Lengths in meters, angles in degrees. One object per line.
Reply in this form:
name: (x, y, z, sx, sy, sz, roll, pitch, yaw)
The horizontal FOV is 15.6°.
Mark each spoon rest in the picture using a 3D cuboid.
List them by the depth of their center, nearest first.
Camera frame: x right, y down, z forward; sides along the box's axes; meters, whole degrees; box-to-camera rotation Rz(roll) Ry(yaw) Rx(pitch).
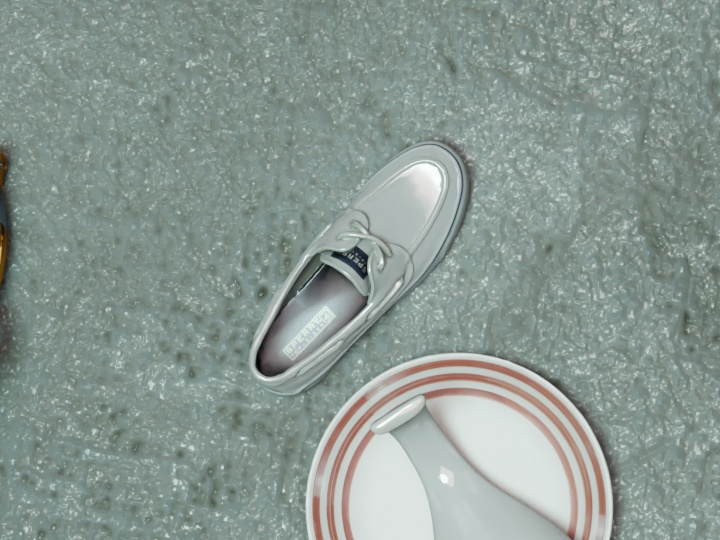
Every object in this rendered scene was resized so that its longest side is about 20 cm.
spoon rest: (0.076, 0.167, 1.675, 0.099, 0.061, 0.200, -31, 96, 5)

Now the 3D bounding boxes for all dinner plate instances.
dinner plate: (0.064, 0.154, 1.710, 0.200, 0.024, 0.200, 0, 86, 6)

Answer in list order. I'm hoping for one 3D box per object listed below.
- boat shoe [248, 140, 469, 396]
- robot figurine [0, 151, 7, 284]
boat shoe: (0.000, 0.000, 1.706, 0.074, 0.065, 0.200, 35, 91, 8)
robot figurine: (-0.298, 0.012, 1.732, 0.145, 0.058, 0.200, 8, 78, 8)
